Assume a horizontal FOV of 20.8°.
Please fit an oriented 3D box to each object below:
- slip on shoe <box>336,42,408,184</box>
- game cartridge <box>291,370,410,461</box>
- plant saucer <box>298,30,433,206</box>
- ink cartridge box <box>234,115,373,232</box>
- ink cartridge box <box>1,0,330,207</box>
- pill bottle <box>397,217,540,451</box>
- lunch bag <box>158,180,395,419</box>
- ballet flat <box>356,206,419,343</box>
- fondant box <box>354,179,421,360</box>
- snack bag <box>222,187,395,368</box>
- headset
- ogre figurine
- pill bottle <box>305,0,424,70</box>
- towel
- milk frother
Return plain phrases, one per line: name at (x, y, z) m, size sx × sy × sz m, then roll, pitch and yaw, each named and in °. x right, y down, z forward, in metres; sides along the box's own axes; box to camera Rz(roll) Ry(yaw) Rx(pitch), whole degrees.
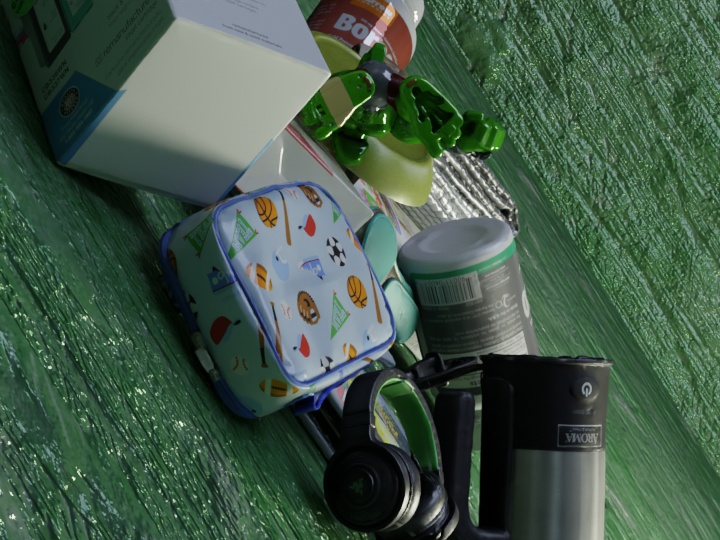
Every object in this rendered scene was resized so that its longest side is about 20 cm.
slip on shoe at (-0.006, -0.117, 1.846) m, size 0.060 × 0.076 × 0.202 m, roll 25°, pitch 60°, yaw -18°
game cartridge at (-0.001, 0.128, 1.555) m, size 0.201 × 0.041 × 0.133 m, roll 56°, pitch 8°, yaw -10°
plant saucer at (0.000, -0.143, 1.730) m, size 0.200 × 0.031 × 0.201 m, roll 40°, pitch 21°, yaw -19°
ink cartridge box at (-0.073, -0.098, 1.620) m, size 0.116 × 0.067 × 0.200 m, roll 44°, pitch 5°, yaw -29°
ink cartridge box at (-0.145, -0.178, 1.388) m, size 0.145 × 0.147 × 0.201 m, roll 15°, pitch 39°, yaw -43°
pill bottle at (0.109, 0.061, 1.865) m, size 0.113 × 0.112 × 0.202 m, roll -88°, pitch 164°, yaw -69°
lunch bag at (-0.058, 0.023, 1.414) m, size 0.200 × 0.075 × 0.161 m, roll -22°, pitch 86°, yaw -61°
ballet flat at (0.000, 0.000, 1.754) m, size 0.070 × 0.068 × 0.201 m, roll 26°, pitch -21°, yaw 26°
fondant box at (0.016, -0.023, 1.940) m, size 0.200 × 0.058 × 0.145 m, roll 48°, pitch 16°, yaw -43°
snack bag at (-0.051, -0.011, 1.643) m, size 0.189 × 0.021 × 0.200 m, roll 52°, pitch 6°, yaw 37°
headset at (0.036, 0.166, 1.425) m, size 0.123 × 0.093 × 0.202 m, roll 42°, pitch 43°, yaw -51°
ogre figurine at (0.010, -0.135, 1.588) m, size 0.120 × 0.198 × 0.099 m, roll -157°, pitch -116°, yaw -79°
pill bottle at (-0.011, -0.221, 1.993) m, size 0.112 × 0.112 × 0.201 m, roll 52°, pitch 46°, yaw -24°
towel at (0.057, -0.094, 2.048) m, size 0.165 × 0.086 × 0.200 m, roll 16°, pitch -22°, yaw 43°
milk frother at (0.116, 0.167, 1.723) m, size 0.200 × 0.179 × 0.190 m, roll 174°, pitch -81°, yaw -73°
